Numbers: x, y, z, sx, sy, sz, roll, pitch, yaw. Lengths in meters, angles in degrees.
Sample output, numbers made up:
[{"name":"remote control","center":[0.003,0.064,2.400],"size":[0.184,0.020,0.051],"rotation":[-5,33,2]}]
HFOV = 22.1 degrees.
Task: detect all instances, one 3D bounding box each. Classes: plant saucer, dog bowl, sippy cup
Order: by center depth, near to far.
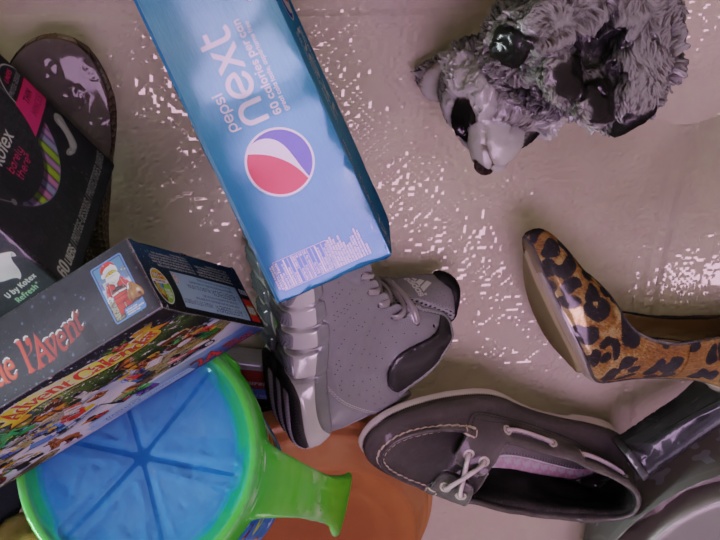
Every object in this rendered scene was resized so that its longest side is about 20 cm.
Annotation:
[{"name":"sippy cup","center":[-0.102,0.108,1.007],"size":[0.140,0.178,0.130],"rotation":[-43,162,0]},{"name":"plant saucer","center":[-0.045,0.168,1.139],"size":[0.199,0.038,0.201],"rotation":[-13,131,-15]},{"name":"dog bowl","center":[0.238,0.186,1.220],"size":[0.199,0.059,0.201],"rotation":[-5,127,-7]}]

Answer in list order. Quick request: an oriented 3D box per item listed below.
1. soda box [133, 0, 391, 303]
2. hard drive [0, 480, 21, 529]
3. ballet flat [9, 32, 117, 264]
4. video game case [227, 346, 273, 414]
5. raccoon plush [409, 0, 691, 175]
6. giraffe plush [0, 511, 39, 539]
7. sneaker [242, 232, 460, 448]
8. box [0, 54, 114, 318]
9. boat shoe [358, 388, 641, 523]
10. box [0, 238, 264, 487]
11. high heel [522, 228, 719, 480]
[{"name":"soda box","center":[-0.052,-0.091,0.898],"size":[0.064,0.068,0.201],"rotation":[-22,104,6]},{"name":"hard drive","center":[-0.264,0.166,1.070],"size":[0.139,0.033,0.200],"rotation":[-14,139,-49]},{"name":"ballet flat","center":[-0.158,-0.037,0.983],"size":[0.067,0.046,0.201],"rotation":[3,122,4]},{"name":"video game case","center":[-0.112,0.127,1.126],"size":[0.142,0.017,0.201],"rotation":[7,125,-17]},{"name":"raccoon plush","center":[0.115,-0.138,0.958],"size":[0.097,0.134,0.200],"rotation":[43,77,-18]},{"name":"giraffe plush","center":[-0.183,0.234,1.081],"size":[0.172,0.200,0.163],"rotation":[28,77,-16]},{"name":"sneaker","center":[0.000,0.000,1.033],"size":[0.115,0.075,0.201],"rotation":[-16,128,-18]},{"name":"box","center":[-0.229,-0.060,0.872],"size":[0.106,0.122,0.200],"rotation":[-34,117,23]},{"name":"boat shoe","center":[0.092,0.116,1.109],"size":[0.199,0.057,0.067],"rotation":[9,127,-36]},{"name":"box","center":[-0.157,0.058,0.885],"size":[0.200,0.038,0.137],"rotation":[-31,168,12]},{"name":"high heel","center":[0.182,0.018,1.088],"size":[0.142,0.071,0.200],"rotation":[-35,123,-1]}]
